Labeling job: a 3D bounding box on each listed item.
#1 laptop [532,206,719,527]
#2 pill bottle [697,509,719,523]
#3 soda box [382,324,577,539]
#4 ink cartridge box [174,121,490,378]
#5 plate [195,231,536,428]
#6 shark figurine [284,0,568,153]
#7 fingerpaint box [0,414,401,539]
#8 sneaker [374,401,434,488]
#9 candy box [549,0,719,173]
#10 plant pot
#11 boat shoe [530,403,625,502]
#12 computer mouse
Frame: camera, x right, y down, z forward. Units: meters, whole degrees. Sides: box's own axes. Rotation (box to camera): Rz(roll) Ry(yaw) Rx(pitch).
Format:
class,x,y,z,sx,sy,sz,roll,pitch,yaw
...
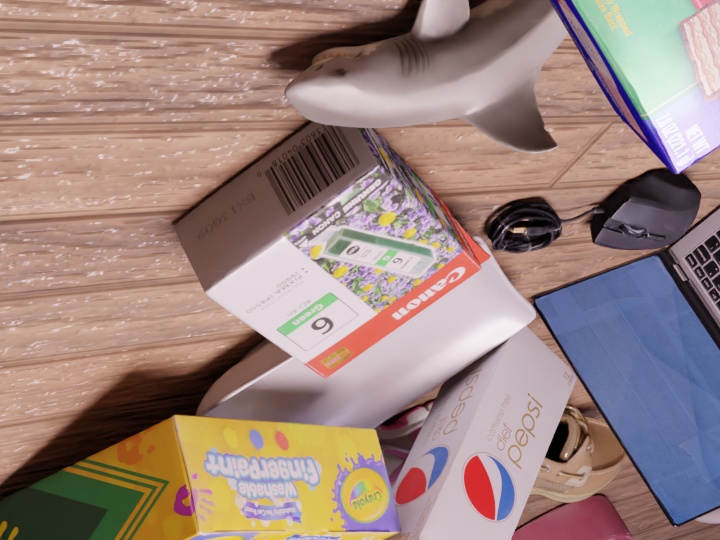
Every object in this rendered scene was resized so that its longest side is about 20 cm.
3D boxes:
class,x,y,z,sx,sy,sz,roll,pitch,yaw
laptop,0.260,0.040,1.269,0.200,0.188,0.116,-40,157,22
pill bottle,0.378,0.187,1.836,0.116,0.116,0.199,-41,157,23
soda box,0.073,0.129,1.224,0.068,0.064,0.201,-31,-157,45
ink cartridge box,0.000,0.000,0.984,0.109,0.051,0.200,-35,146,9
plate,0.005,0.049,1.163,0.199,0.032,0.200,-34,158,5
shark figurine,0.081,-0.105,0.866,0.214,0.090,0.128,-33,160,8
fingerpaint box,-0.101,0.150,1.124,0.166,0.074,0.199,-26,160,30
sneaker,0.033,0.154,1.346,0.199,0.089,0.081,-3,145,-51
candy box,0.161,-0.166,0.745,0.199,0.077,0.170,-35,118,4
plant pot,0.214,0.357,1.896,0.199,0.180,0.200,-26,157,-12
boat shoe,0.162,0.146,1.523,0.199,0.072,0.065,-3,146,-48
computer mouse,0.154,-0.029,1.193,0.199,0.034,0.059,-10,151,-42
